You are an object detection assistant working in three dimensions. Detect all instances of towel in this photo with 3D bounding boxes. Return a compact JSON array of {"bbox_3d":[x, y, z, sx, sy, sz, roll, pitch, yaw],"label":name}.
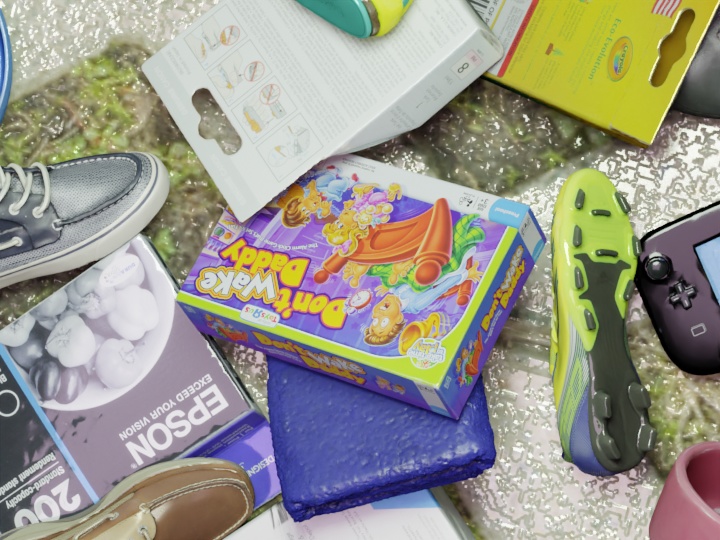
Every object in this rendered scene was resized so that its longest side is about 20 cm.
[{"bbox_3d":[0.009,0.060,1.649,0.147,0.050,0.201,-16,57,12],"label":"towel"}]

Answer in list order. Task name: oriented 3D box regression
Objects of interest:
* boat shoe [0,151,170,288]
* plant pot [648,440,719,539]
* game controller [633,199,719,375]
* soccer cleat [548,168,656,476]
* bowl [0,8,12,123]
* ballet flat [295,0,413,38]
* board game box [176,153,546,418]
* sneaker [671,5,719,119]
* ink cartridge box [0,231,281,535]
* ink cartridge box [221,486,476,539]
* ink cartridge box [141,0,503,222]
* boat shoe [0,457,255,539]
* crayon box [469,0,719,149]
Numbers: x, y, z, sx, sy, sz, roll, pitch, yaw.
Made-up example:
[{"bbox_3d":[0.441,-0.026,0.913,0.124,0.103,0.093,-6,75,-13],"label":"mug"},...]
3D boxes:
[{"bbox_3d":[-0.233,-0.045,1.693,0.199,0.093,0.075,-24,49,8],"label":"boat shoe"},{"bbox_3d":[0.258,0.232,1.585,0.199,0.200,0.180,24,108,8],"label":"plant pot"},{"bbox_3d":[0.280,-0.009,1.649,0.199,0.042,0.105,-24,86,8],"label":"game controller"},{"bbox_3d":[0.144,0.035,1.652,0.064,0.084,0.201,-7,90,-32],"label":"soccer cleat"},{"bbox_3d":[-0.334,-0.140,1.746,0.200,0.039,0.202,0,90,9],"label":"bowl"},{"bbox_3d":[-0.042,-0.210,1.645,0.200,0.067,0.067,29,61,32],"label":"ballet flat"},{"bbox_3d":[0.000,0.000,1.620,0.199,0.045,0.135,17,68,28],"label":"board game box"},{"bbox_3d":[0.267,-0.190,1.646,0.106,0.075,0.201,18,93,-3],"label":"sneaker"},{"bbox_3d":[-0.173,0.111,1.718,0.198,0.043,0.200,-34,86,7],"label":"ink cartridge box"},{"bbox_3d":[-0.027,0.206,1.681,0.200,0.068,0.116,-33,85,6],"label":"ink cartridge box"},{"bbox_3d":[-0.026,-0.140,1.662,0.200,0.057,0.163,-41,55,11],"label":"ink cartridge box"},{"bbox_3d":[-0.159,0.190,1.673,0.199,0.072,0.076,-26,118,2],"label":"boat shoe"},{"bbox_3d":[0.148,-0.161,1.620,0.200,0.051,0.127,29,95,40],"label":"crayon box"}]
